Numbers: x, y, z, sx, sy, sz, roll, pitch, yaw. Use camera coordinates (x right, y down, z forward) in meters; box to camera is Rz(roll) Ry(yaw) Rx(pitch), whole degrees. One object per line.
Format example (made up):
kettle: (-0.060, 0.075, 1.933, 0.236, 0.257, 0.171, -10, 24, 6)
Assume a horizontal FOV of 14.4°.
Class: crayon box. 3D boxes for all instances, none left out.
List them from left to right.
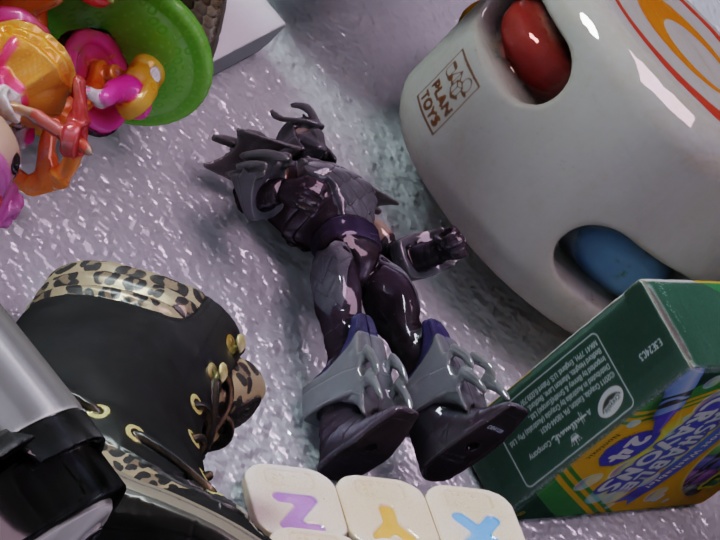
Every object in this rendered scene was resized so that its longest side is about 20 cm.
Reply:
crayon box: (0.154, 0.059, 1.323, 0.199, 0.126, 0.052, 0, 55, -51)

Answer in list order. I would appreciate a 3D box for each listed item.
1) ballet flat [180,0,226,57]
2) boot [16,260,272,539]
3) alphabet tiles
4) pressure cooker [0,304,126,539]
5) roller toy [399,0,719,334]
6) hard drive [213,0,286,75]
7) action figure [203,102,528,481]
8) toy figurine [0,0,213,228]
ballet flat: (-0.089, -0.180, 1.243, 0.046, 0.067, 0.201, -1, 88, -28)
boot: (-0.067, 0.076, 1.057, 0.199, 0.073, 0.151, 26, 29, 4)
alphabet tiles: (0.026, 0.138, 1.098, 0.199, 0.015, 0.196, 9, 31, -18)
pressure cooker: (-0.169, 0.069, 0.858, 0.200, 0.179, 0.176, 50, 28, 5)
roller toy: (0.113, -0.061, 1.394, 0.200, 0.140, 0.182, 49, 20, 6)
hard drive: (-0.132, -0.169, 1.316, 0.200, 0.027, 0.132, 50, 31, 3)
action figure: (0.000, 0.000, 1.256, 0.130, 0.069, 0.201, 12, 43, -38)
toy figurine: (-0.156, -0.081, 1.129, 0.200, 0.149, 0.185, 59, 37, -31)
